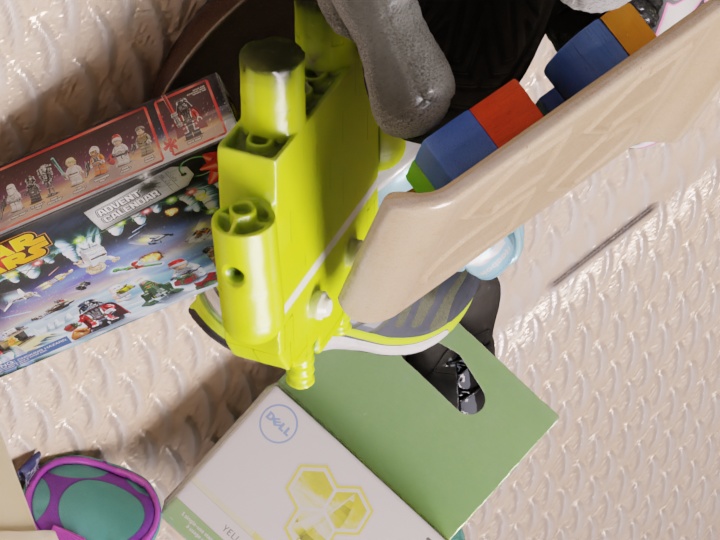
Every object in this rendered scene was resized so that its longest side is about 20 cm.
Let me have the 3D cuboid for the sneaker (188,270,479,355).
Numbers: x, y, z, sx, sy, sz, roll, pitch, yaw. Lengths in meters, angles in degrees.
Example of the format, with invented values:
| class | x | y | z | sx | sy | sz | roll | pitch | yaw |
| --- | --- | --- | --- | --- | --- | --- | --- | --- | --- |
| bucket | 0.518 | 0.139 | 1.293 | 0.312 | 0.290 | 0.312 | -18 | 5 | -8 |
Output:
| class | x | y | z | sx | sy | sz | roll | pitch | yaw |
| --- | --- | --- | --- | --- | --- | --- | --- | --- | --- |
| sneaker | 0.000 | 0.000 | 1.615 | 0.199 | 0.074 | 0.081 | -9 | 140 | -45 |

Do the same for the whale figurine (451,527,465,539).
| class | x | y | z | sx | sy | sz | roll | pitch | yaw |
| --- | --- | --- | --- | --- | --- | --- | --- | --- | --- |
| whale figurine | -0.005 | 0.143 | 1.800 | 0.200 | 0.158 | 0.105 | 25 | 74 | -68 |

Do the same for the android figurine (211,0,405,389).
| class | x | y | z | sx | sy | sz | roll | pitch | yaw |
| --- | --- | --- | --- | --- | --- | --- | --- | --- | --- |
| android figurine | -0.025 | -0.036 | 1.390 | 0.182 | 0.041 | 0.201 | -54 | 150 | -49 |

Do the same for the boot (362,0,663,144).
| class | x | y | z | sx | sy | sz | roll | pitch | yaw |
| --- | --- | --- | --- | --- | --- | --- | --- | --- | --- |
| boot | 0.084 | -0.130 | 1.420 | 0.212 | 0.079 | 0.158 | -61 | 156 | -14 |

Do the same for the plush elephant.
| class | x | y | z | sx | sy | sz | roll | pitch | yaw |
| --- | --- | --- | --- | --- | --- | --- | --- | --- | --- |
| plush elephant | 0.045 | -0.185 | 1.292 | 0.165 | 0.200 | 0.155 | -41 | 179 | 39 |

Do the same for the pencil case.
| class | x | y | z | sx | sy | sz | roll | pitch | yaw |
| --- | --- | --- | --- | --- | --- | --- | --- | --- | --- |
| pencil case | -0.186 | 0.196 | 1.691 | 0.092 | 0.085 | 0.201 | -36 | 160 | -46 |

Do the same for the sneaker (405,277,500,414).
| class | x | y | z | sx | sy | sz | roll | pitch | yaw |
| --- | --- | --- | --- | --- | --- | --- | --- | --- | --- |
| sneaker | 0.061 | 0.069 | 1.776 | 0.076 | 0.091 | 0.201 | -23 | 149 | -21 |

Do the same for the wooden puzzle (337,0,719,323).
| class | x | y | z | sx | sy | sz | roll | pitch | yaw |
| --- | --- | --- | --- | --- | --- | --- | --- | --- | --- |
| wooden puzzle | 0.080 | -0.059 | 1.351 | 0.199 | 0.046 | 0.185 | -30 | 169 | -15 |

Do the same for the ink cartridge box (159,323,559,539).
| class | x | y | z | sx | sy | sz | roll | pitch | yaw |
| --- | --- | --- | --- | --- | --- | --- | --- | --- | --- |
| ink cartridge box | 0.001 | 0.114 | 1.678 | 0.200 | 0.145 | 0.048 | -48 | -178 | 0 |

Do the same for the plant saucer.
| class | x | y | z | sx | sy | sz | roll | pitch | yaw |
| --- | --- | --- | --- | --- | --- | --- | --- | --- | --- |
| plant saucer | -0.029 | -0.107 | 1.449 | 0.199 | 0.032 | 0.201 | -29 | 153 | -16 |

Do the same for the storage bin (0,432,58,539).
| class | x | y | z | sx | sy | sz | roll | pitch | yaw |
| --- | --- | --- | --- | --- | --- | --- | --- | --- | --- |
| storage bin | -0.295 | 0.139 | 1.422 | 0.198 | 0.094 | 0.199 | -34 | 157 | 28 |

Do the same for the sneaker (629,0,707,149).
| class | x | y | z | sx | sy | sz | roll | pitch | yaw |
| --- | --- | --- | --- | --- | --- | --- | --- | --- | --- |
| sneaker | 0.159 | -0.159 | 1.556 | 0.086 | 0.080 | 0.201 | -3 | 127 | -40 |

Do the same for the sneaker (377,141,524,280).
| class | x | y | z | sx | sy | sz | roll | pitch | yaw |
| --- | --- | --- | --- | --- | --- | --- | --- | --- | --- |
| sneaker | 0.054 | -0.038 | 1.560 | 0.074 | 0.082 | 0.200 | -42 | 167 | 11 |

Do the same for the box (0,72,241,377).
| class | x | y | z | sx | sy | sz | roll | pitch | yaw |
| --- | --- | --- | --- | --- | --- | --- | --- | --- | --- |
| box | -0.138 | -0.014 | 1.413 | 0.199 | 0.040 | 0.137 | -23 | 153 | 3 |
